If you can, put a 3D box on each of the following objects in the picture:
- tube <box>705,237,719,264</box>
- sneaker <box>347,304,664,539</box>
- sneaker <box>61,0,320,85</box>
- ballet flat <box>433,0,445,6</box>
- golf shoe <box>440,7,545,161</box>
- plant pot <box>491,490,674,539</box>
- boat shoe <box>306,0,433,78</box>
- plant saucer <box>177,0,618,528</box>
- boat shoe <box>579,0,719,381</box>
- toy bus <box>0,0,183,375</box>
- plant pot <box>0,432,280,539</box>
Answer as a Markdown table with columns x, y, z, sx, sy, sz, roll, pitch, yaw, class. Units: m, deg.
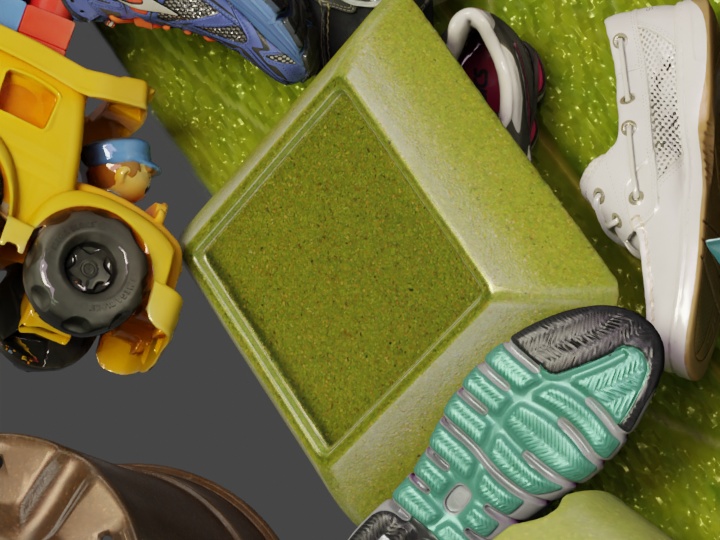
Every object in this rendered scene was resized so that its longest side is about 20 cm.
| x | y | z | sx | sy | sz | roll | pitch | yaw | class |
| --- | --- | --- | --- | --- | --- | --- | --- | --- | --- |
| 0.203 | 0.010 | 1.140 | 0.077 | 0.200 | 0.051 | -16 | 71 | 7 | tube |
| 0.068 | 0.090 | 1.189 | 0.200 | 0.088 | 0.074 | -45 | 79 | 13 | sneaker |
| -0.108 | -0.150 | 1.247 | 0.200 | 0.075 | 0.079 | 33 | 112 | -3 | sneaker |
| 0.006 | -0.161 | 1.315 | 0.199 | 0.071 | 0.071 | -18 | 70 | 8 | ballet flat |
| 0.053 | -0.033 | 1.251 | 0.077 | 0.088 | 0.201 | -4 | 74 | 11 | golf shoe |
| 0.127 | 0.205 | 1.121 | 0.200 | 0.200 | 0.184 | -45 | 57 | -2 | plant pot |
| 0.001 | -0.155 | 1.255 | 0.072 | 0.068 | 0.201 | 0 | 113 | 1 | boat shoe |
| 0.000 | 0.000 | 1.223 | 0.200 | 0.048 | 0.200 | -47 | 66 | 30 | plant saucer |
| 0.144 | -0.039 | 1.242 | 0.069 | 0.071 | 0.201 | -3 | 65 | 14 | boat shoe |
| -0.169 | -0.061 | 1.269 | 0.200 | 0.136 | 0.192 | 25 | 69 | -13 | toy bus |
| -0.142 | 0.171 | 1.179 | 0.200 | 0.198 | 0.201 | -4 | 74 | 13 | plant pot |
